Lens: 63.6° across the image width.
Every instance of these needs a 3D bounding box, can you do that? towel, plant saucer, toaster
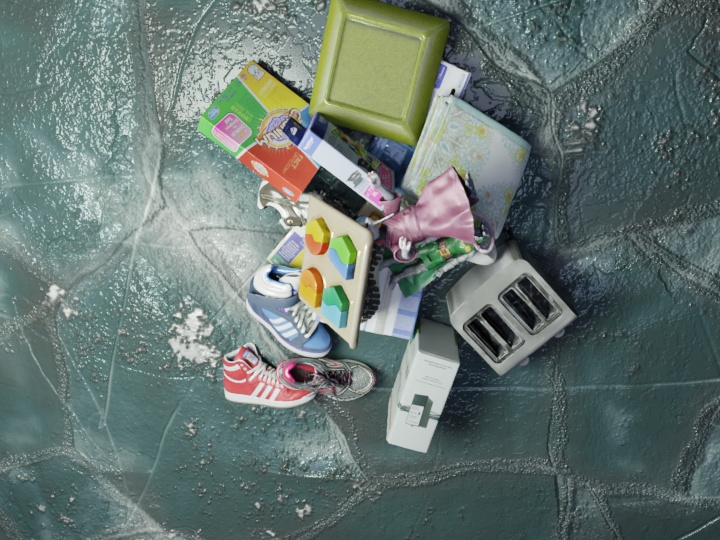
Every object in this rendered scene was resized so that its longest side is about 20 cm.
[{"bbox_3d":[0.015,0.041,1.051,0.196,0.024,0.150,12,105,-3],"label":"towel"},{"bbox_3d":[0.177,-0.171,0.957,0.197,0.048,0.174,24,88,-19],"label":"towel"},{"bbox_3d":[0.024,-0.321,0.930,0.196,0.048,0.204,16,108,3],"label":"plant saucer"},{"bbox_3d":[0.099,-0.165,1.019,0.198,0.049,0.113,30,111,-5],"label":"towel"},{"bbox_3d":[0.264,0.060,1.044,0.180,0.119,0.200,-42,101,17],"label":"toaster"}]

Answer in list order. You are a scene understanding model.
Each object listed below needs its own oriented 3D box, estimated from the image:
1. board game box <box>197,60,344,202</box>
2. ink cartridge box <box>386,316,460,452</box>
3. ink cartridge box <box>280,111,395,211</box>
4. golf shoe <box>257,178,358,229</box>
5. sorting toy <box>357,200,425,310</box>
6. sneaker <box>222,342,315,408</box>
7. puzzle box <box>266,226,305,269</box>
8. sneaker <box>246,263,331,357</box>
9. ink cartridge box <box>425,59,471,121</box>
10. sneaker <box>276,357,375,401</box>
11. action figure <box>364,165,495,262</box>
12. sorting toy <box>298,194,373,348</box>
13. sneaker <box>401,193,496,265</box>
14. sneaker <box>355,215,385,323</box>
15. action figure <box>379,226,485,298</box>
[{"bbox_3d":[-0.146,-0.234,0.973,0.198,0.154,0.040,35,152,-8],"label":"board game box"},{"bbox_3d":[0.116,0.215,1.101,0.081,0.147,0.203,16,112,-1],"label":"ink cartridge box"},{"bbox_3d":[-0.031,-0.185,0.927,0.198,0.120,0.042,33,114,-13],"label":"ink cartridge box"},{"bbox_3d":[-0.091,-0.105,1.030,0.198,0.078,0.096,30,100,6],"label":"golf shoe"},{"bbox_3d":[0.041,-0.012,1.064,0.184,0.037,0.201,36,97,-8],"label":"sorting toy"},{"bbox_3d":[-0.187,0.209,1.170,0.195,0.071,0.115,0,113,8],"label":"sneaker"},{"bbox_3d":[-0.064,-0.006,1.105,0.200,0.025,0.133,43,109,-9],"label":"puzzle box"},{"bbox_3d":[-0.120,0.069,1.083,0.199,0.081,0.147,36,139,-1],"label":"sneaker"},{"bbox_3d":[0.076,-0.321,0.971,0.197,0.039,0.101,24,109,-1],"label":"ink cartridge box"},{"bbox_3d":[-0.064,0.212,1.130,0.196,0.075,0.083,5,79,-15],"label":"sneaker"},{"bbox_3d":[0.086,-0.078,0.875,0.197,0.148,0.137,-18,69,24],"label":"action figure"},{"bbox_3d":[-0.050,-0.002,0.920,0.036,0.200,0.189,-6,117,-31],"label":"sorting toy"},{"bbox_3d":[0.140,-0.057,1.005,0.197,0.077,0.081,28,127,2],"label":"sneaker"},{"bbox_3d":[0.000,0.000,0.988,0.077,0.090,0.203,9,118,-9],"label":"sneaker"},{"bbox_3d":[0.121,-0.029,0.956,0.198,0.055,0.119,-25,110,32],"label":"action figure"}]
